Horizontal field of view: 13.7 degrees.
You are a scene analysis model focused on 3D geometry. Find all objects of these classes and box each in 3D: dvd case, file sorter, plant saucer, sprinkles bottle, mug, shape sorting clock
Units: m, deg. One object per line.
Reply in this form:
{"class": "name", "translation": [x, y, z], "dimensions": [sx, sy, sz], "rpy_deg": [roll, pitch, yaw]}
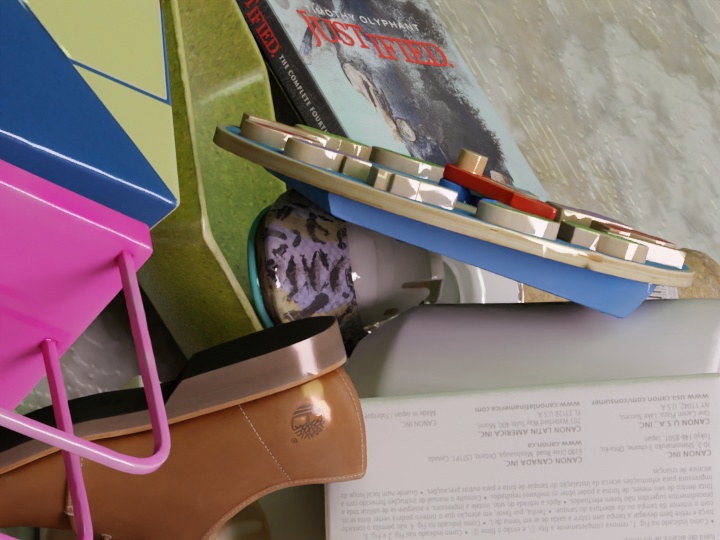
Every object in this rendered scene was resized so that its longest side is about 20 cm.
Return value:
{"class": "dvd case", "translation": [0.004, -0.101, 1.457], "dimensions": [0.146, 0.022, 0.200], "rpy_deg": [5, 47, -52]}
{"class": "file sorter", "translation": [-0.174, 0.067, 0.993], "dimensions": [0.139, 0.200, 0.126], "rpy_deg": [25, 32, -32]}
{"class": "plant saucer", "translation": [-0.073, -0.049, 1.278], "dimensions": [0.200, 0.048, 0.201], "rpy_deg": [64, 14, -60]}
{"class": "sprinkles bottle", "translation": [0.098, 0.019, 1.457], "dimensions": [0.200, 0.068, 0.068], "rpy_deg": [4, 58, -46]}
{"class": "mug", "translation": [0.065, 0.087, 1.193], "dimensions": [0.153, 0.150, 0.187], "rpy_deg": [8, 35, 14]}
{"class": "shape sorting clock", "translation": [0.038, -0.029, 1.197], "dimensions": [0.199, 0.039, 0.200], "rpy_deg": [21, 4, -1]}

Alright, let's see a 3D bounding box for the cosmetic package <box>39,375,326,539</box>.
{"class": "cosmetic package", "translation": [-0.065, 0.153, 1.168], "dimensions": [0.105, 0.071, 0.201], "rpy_deg": [23, 46, -36]}

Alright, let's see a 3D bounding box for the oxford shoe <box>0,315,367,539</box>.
{"class": "oxford shoe", "translation": [-0.093, 0.080, 1.114], "dimensions": [0.071, 0.199, 0.071], "rpy_deg": [-55, 127, -73]}

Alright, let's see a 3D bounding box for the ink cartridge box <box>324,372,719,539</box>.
{"class": "ink cartridge box", "translation": [0.068, 0.142, 1.108], "dimensions": [0.050, 0.160, 0.201], "rpy_deg": [12, 75, -69]}

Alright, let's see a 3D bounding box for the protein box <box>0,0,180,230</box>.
{"class": "protein box", "translation": [-0.205, -0.057, 1.077], "dimensions": [0.198, 0.200, 0.135], "rpy_deg": [22, 46, -35]}

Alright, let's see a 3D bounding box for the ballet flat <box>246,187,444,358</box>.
{"class": "ballet flat", "translation": [0.000, 0.000, 1.289], "dimensions": [0.072, 0.072, 0.200], "rpy_deg": [59, 5, 9]}
